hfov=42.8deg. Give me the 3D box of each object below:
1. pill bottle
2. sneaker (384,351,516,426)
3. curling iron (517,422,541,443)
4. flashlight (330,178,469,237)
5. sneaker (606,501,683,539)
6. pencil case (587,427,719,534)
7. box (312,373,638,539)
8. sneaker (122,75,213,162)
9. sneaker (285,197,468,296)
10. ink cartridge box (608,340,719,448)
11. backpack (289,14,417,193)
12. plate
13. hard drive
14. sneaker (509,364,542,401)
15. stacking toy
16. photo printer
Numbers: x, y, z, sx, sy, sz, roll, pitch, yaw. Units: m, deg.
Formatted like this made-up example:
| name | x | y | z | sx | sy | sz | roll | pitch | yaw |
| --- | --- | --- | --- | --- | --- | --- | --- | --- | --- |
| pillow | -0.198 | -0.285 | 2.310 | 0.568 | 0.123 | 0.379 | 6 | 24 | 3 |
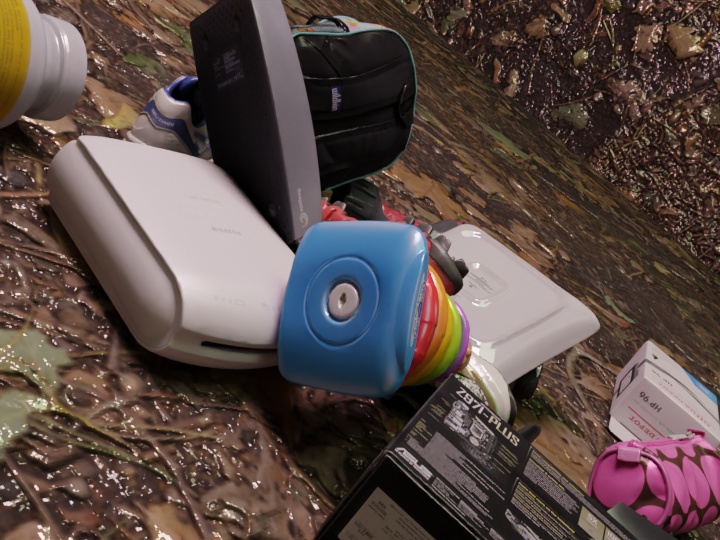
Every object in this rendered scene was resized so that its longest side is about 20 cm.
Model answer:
| name | x | y | z | sx | sy | sz | roll | pitch | yaw |
| --- | --- | --- | --- | --- | --- | --- | --- | --- | --- |
| pill bottle | -0.300 | -0.163 | 0.660 | 0.112 | 0.113 | 0.199 | 47 | 23 | 25 |
| sneaker | 0.042 | 0.075 | 0.789 | 0.200 | 0.078 | 0.088 | 43 | 35 | 24 |
| curling iron | 0.125 | 0.167 | 0.782 | 0.050 | 0.026 | 0.200 | 50 | 22 | 7 |
| flashlight | 0.054 | -0.056 | 1.072 | 0.198 | 0.068 | 0.068 | 27 | 24 | -28 |
| sneaker | 0.253 | 0.237 | 0.757 | 0.198 | 0.075 | 0.107 | 7 | 44 | -51 |
| pencil case | 0.288 | 0.202 | 0.878 | 0.090 | 0.095 | 0.199 | 14 | 2 | 36 |
| box | 0.090 | 0.184 | 0.601 | 0.199 | 0.087 | 0.164 | 41 | 21 | 8 |
| sneaker | -0.159 | -0.143 | 0.883 | 0.075 | 0.089 | 0.200 | 33 | 20 | -5 |
| sneaker | 0.000 | 0.000 | 0.774 | 0.199 | 0.098 | 0.071 | 17 | -34 | 44 |
| ink cartridge box | 0.368 | 0.170 | 1.106 | 0.116 | 0.068 | 0.200 | 40 | 21 | 7 |
| backpack | -0.040 | -0.181 | 0.974 | 0.198 | 0.179 | 0.153 | -16 | 27 | -32 |
| plate | 0.113 | 0.023 | 0.912 | 0.198 | 0.033 | 0.199 | -22 | 49 | -37 |
| hard drive | -0.088 | -0.124 | 0.773 | 0.042 | 0.204 | 0.134 | -13 | 5 | -32 |
| sneaker | 0.117 | 0.062 | 0.948 | 0.079 | 0.075 | 0.201 | 6 | 29 | -28 |
| stacking toy | 0.038 | 0.047 | 0.682 | 0.108 | 0.118 | 0.199 | 4 | -14 | 33 |
| photo printer | -0.123 | -0.009 | 0.685 | 0.165 | 0.070 | 0.200 | 8 | 36 | -52 |
